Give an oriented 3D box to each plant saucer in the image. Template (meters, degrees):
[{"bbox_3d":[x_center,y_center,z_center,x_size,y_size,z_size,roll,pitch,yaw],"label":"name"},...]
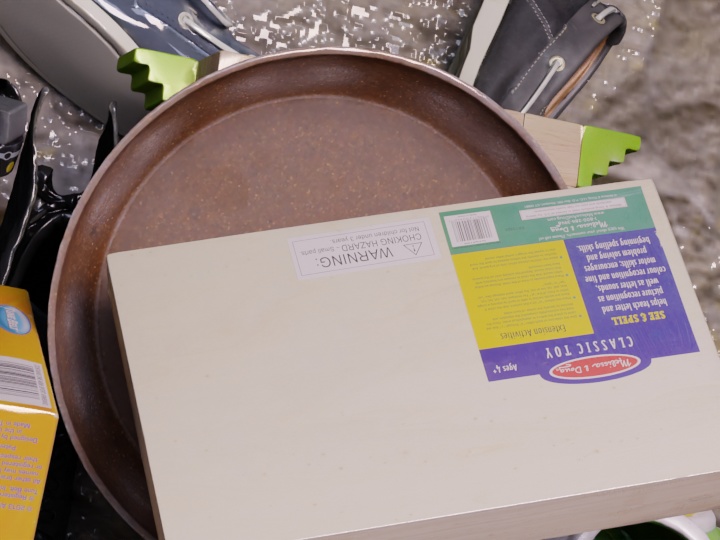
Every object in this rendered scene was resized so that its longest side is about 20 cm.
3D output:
[{"bbox_3d":[-0.014,0.019,1.035,0.200,0.034,0.200,-1,95,-11],"label":"plant saucer"}]

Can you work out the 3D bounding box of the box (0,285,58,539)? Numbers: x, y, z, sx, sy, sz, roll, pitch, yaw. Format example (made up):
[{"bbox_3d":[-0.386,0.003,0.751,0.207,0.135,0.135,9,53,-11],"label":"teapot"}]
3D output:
[{"bbox_3d":[-0.149,0.116,1.023,0.041,0.119,0.200,7,109,-14],"label":"box"}]

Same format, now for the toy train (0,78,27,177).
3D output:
[{"bbox_3d":[-0.220,-0.071,1.103,0.200,0.046,0.034,16,22,18],"label":"toy train"}]

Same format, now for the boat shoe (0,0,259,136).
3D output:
[{"bbox_3d":[-0.073,-0.085,1.174,0.200,0.075,0.062,37,67,-5],"label":"boat shoe"}]

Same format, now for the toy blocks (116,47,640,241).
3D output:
[{"bbox_3d":[0.000,0.000,1.092,0.200,0.100,0.137,10,81,-20],"label":"toy blocks"}]

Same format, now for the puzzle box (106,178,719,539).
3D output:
[{"bbox_3d":[0.022,0.037,0.970,0.200,0.025,0.133,-8,50,-9],"label":"puzzle box"}]

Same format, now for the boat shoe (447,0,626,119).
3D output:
[{"bbox_3d":[0.053,-0.042,1.202,0.068,0.072,0.200,27,65,-4],"label":"boat shoe"}]

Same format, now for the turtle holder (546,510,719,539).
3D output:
[{"bbox_3d":[0.095,0.127,1.128,0.141,0.132,0.186,30,67,-6],"label":"turtle holder"}]

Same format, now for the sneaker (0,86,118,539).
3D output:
[{"bbox_3d":[-0.127,0.039,1.099,0.060,0.104,0.200,11,70,-15],"label":"sneaker"}]
